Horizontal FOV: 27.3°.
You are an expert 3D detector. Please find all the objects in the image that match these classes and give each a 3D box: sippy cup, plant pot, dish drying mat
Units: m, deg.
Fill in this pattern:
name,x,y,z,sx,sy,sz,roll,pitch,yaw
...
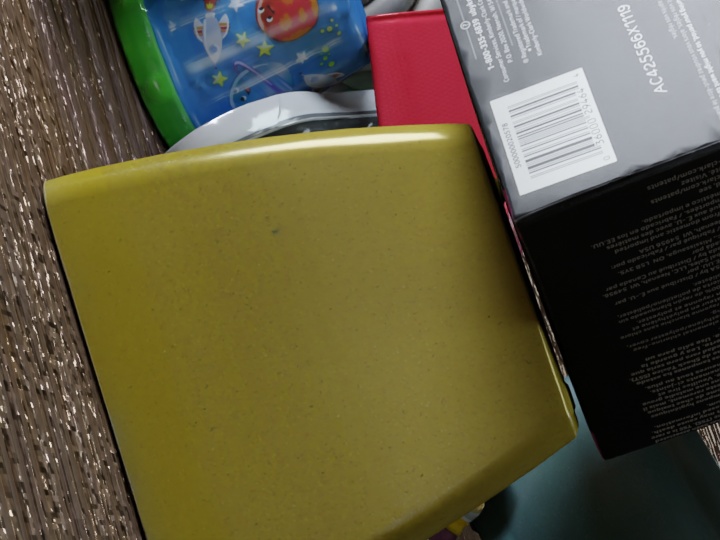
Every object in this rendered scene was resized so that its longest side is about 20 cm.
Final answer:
name,x,y,z,sx,sy,sz,roll,pitch,yaw
sippy cup,-0.065,-0.146,0.874,0.178,0.129,0.141,-10,81,-84
plant pot,-0.004,0.037,0.670,0.200,0.174,0.203,25,46,-80
dish drying mat,0.049,-0.050,0.864,0.018,0.076,0.203,-175,-103,-67
plant pot,0.145,0.161,0.872,0.202,0.133,0.200,61,0,1

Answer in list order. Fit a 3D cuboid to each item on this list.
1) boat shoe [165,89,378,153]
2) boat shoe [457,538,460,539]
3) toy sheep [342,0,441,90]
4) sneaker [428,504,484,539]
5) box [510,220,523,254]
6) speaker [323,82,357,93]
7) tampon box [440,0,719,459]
name,x,y,z,sx,sy,sz,roll,pitch,yaw
boat shoe,-0.031,-0.065,0.860,0.199,0.068,0.057,-17,74,-50
boat shoe,0.044,0.220,1.023,0.074,0.075,0.201,-92,156,-46
toy sheep,0.021,-0.183,0.986,0.199,0.137,0.139,33,33,-47
sneaker,-0.013,0.117,0.865,0.075,0.090,0.200,42,-3,-31
box,0.057,0.042,1.108,0.095,0.101,0.203,41,61,-76
speaker,-0.010,-0.103,1.069,0.199,0.088,0.090,-18,88,-55
tampon box,0.126,-0.041,0.651,0.201,0.125,0.151,63,11,-52
